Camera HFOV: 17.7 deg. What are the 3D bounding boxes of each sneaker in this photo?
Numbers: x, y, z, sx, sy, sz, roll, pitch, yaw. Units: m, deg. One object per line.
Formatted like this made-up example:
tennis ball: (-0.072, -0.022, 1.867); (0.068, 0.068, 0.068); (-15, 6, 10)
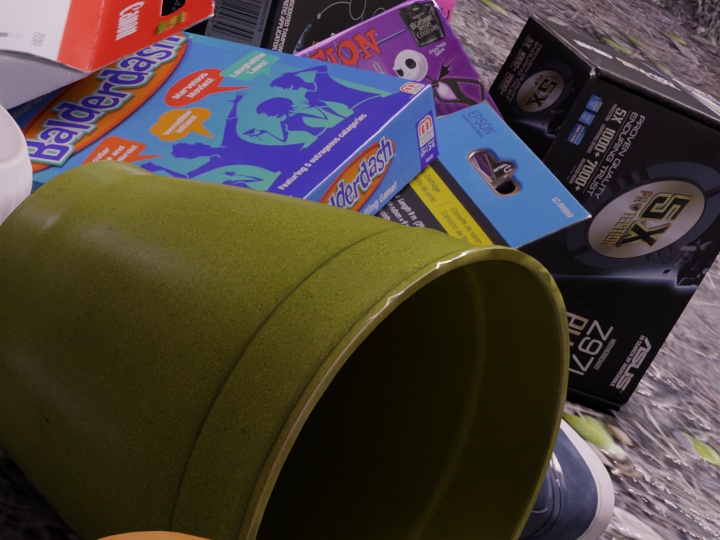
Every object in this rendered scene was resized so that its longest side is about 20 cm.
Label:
sneaker: (0.026, 0.064, 1.170); (0.202, 0.077, 0.146); (40, 16, 26)

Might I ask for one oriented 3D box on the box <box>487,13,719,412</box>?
box: (0.135, -0.033, 1.434); (0.164, 0.200, 0.086); (20, 17, -35)

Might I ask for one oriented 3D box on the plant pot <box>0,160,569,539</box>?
plant pot: (-0.053, 0.049, 0.917); (0.193, 0.201, 0.200); (26, 11, 32)

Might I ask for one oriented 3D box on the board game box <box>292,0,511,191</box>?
board game box: (-0.014, -0.063, 1.270); (0.200, 0.032, 0.120); (-29, 83, -25)

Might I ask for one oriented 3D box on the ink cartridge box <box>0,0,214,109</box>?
ink cartridge box: (-0.176, -0.129, 1.203); (0.162, 0.200, 0.050); (-99, 163, -69)

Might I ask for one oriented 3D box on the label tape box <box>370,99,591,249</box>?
label tape box: (0.000, 0.000, 1.139); (0.200, 0.063, 0.144); (-19, 33, -10)

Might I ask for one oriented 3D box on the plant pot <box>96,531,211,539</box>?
plant pot: (-0.030, 0.158, 0.618); (0.200, 0.201, 0.183); (21, 3, -30)

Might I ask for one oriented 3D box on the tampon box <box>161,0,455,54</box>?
tampon box: (-0.056, -0.119, 1.395); (0.126, 0.150, 0.200); (19, 9, 30)

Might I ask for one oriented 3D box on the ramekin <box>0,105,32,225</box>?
ramekin: (-0.237, -0.048, 1.006); (0.202, 0.094, 0.202); (28, 16, -9)

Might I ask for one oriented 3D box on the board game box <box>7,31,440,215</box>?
board game box: (-0.084, -0.057, 1.147); (0.200, 0.045, 0.152); (14, 41, 31)
